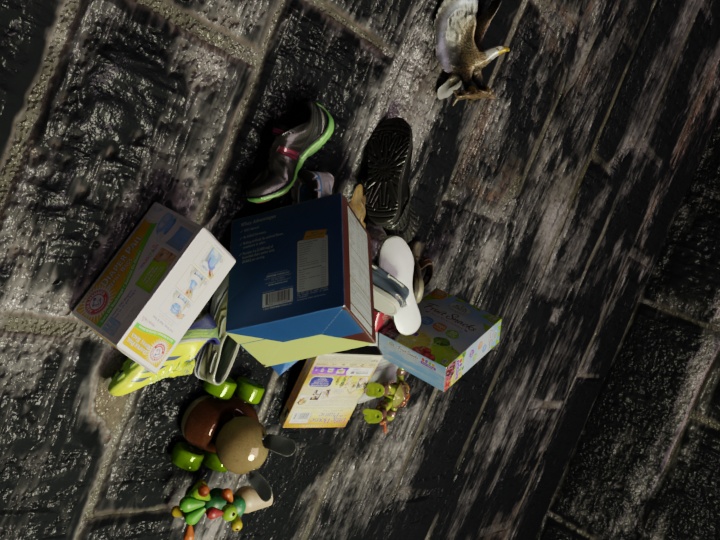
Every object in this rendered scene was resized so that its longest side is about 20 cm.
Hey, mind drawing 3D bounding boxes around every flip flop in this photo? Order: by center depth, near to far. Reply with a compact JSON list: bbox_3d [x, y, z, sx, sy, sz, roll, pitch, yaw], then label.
[{"bbox_3d":[0.123,0.005,1.740,0.201,0.057,0.082,-91,-174,-65],"label":"flip flop"}]

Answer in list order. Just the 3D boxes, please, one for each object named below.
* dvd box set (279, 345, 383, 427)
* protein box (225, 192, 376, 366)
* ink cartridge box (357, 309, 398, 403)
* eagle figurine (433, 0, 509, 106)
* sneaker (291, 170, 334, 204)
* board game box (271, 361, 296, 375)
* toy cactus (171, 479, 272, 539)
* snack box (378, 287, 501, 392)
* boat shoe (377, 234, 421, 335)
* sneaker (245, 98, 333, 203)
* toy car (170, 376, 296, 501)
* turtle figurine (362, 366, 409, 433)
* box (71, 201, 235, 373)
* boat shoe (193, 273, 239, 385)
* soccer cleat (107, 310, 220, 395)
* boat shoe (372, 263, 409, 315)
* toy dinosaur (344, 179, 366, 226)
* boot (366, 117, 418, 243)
[{"bbox_3d":[-0.058,0.225,1.643,0.145,0.030,0.201,5,126,-31],"label":"dvd box set"},{"bbox_3d":[-0.092,0.016,1.332,0.135,0.196,0.202,53,29,-53],"label":"protein box"},{"bbox_3d":[0.026,0.155,1.757,0.145,0.082,0.203,-7,117,-53],"label":"ink cartridge box"},{"bbox_3d":[0.213,-0.426,1.627,0.152,0.149,0.203,-164,-116,-85],"label":"eagle figurine"},{"bbox_3d":[-0.077,-0.078,1.479,0.086,0.074,0.203,-21,128,-53],"label":"sneaker"},{"bbox_3d":[-0.086,0.087,1.522,0.152,0.045,0.201,-37,165,-36],"label":"board game box"},{"bbox_3d":[-0.229,0.406,1.462,0.163,0.200,0.104,2,74,-28],"label":"toy cactus"},{"bbox_3d":[0.159,0.133,1.700,0.199,0.167,0.068,-34,137,-41],"label":"snack box"},{"bbox_3d":[0.066,0.024,1.620,0.070,0.064,0.203,-16,113,-13],"label":"boat shoe"},{"bbox_3d":[-0.125,-0.191,1.350,0.084,0.076,0.201,48,67,-36],"label":"sneaker"},{"bbox_3d":[-0.194,0.292,1.438,0.157,0.199,0.166,23,93,-56],"label":"toy car"},{"bbox_3d":[0.062,0.260,1.719,0.161,0.064,0.202,-14,125,-63],"label":"turtle figurine"},{"bbox_3d":[-0.291,0.024,1.208,0.201,0.112,0.102,-56,147,-14],"label":"box"},{"bbox_3d":[-0.215,0.092,1.404,0.072,0.062,0.202,14,98,-56],"label":"boat shoe"},{"bbox_3d":[-0.295,0.138,1.305,0.200,0.064,0.084,-40,110,-35],"label":"soccer cleat"},{"bbox_3d":[0.000,0.000,1.542,0.062,0.199,0.075,-53,173,-32],"label":"boat shoe"},{"bbox_3d":[-0.008,-0.104,1.497,0.200,0.057,0.103,-37,139,-70],"label":"toy dinosaur"},{"bbox_3d":[0.067,-0.165,1.604,0.158,0.078,0.214,29,71,-68],"label":"boot"}]
